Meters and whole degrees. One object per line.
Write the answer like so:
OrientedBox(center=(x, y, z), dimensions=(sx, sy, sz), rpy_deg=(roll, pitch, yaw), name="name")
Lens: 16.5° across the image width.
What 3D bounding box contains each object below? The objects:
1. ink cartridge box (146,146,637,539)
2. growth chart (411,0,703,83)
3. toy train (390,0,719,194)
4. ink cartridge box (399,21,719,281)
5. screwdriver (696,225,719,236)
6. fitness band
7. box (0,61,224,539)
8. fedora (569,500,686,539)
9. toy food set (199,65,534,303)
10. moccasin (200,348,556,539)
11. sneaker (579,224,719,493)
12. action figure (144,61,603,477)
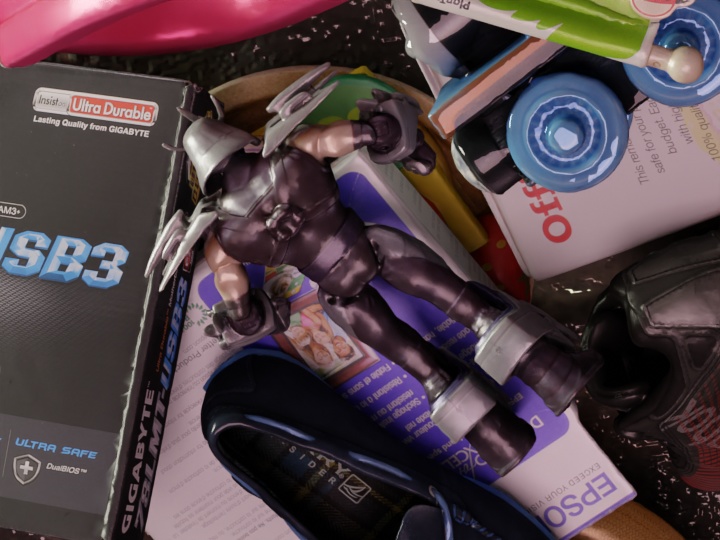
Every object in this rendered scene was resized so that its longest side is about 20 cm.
OrientedBox(center=(-0.012, 0.070, 1.100), dimensions=(0.198, 0.043, 0.200), rpy_deg=(-35, 102, 19), name="ink cartridge box")
OrientedBox(center=(0.069, -0.178, 0.885), dimensions=(0.145, 0.018, 0.200), rpy_deg=(11, 101, 10), name="growth chart")
OrientedBox(center=(0.102, -0.116, 0.940), dimensions=(0.200, 0.087, 0.114), rpy_deg=(-37, 95, 14), name="toy train")
OrientedBox(center=(0.133, -0.102, 1.035), dimensions=(0.200, 0.085, 0.145), rpy_deg=(-21, 112, 14), name="ink cartridge box")
OrientedBox(center=(0.247, -0.017, 1.093), dimensions=(0.200, 0.029, 0.028), rpy_deg=(-5, 116, 14), name="screwdriver")
OrientedBox(center=(-0.066, -0.115, 0.998), dimensions=(0.143, 0.200, 0.037), rpy_deg=(-9, 88, -32), name="fitness band")
OrientedBox(center=(-0.172, 0.006, 1.065), dimensions=(0.200, 0.050, 0.199), rpy_deg=(9, 85, 16), name="box")
OrientedBox(center=(0.087, 0.171, 1.179), dimensions=(0.200, 0.082, 0.201), rpy_deg=(2, 116, 5), name="fedora")
OrientedBox(center=(-0.022, -0.001, 1.123), dimensions=(0.200, 0.049, 0.198), rpy_deg=(-31, 110, 20), name="toy food set")
OrientedBox(center=(0.009, 0.116, 1.056), dimensions=(0.200, 0.068, 0.081), rpy_deg=(32, 113, -6), name="moccasin")
OrientedBox(center=(0.140, 0.044, 1.075), dimensions=(0.098, 0.071, 0.200), rpy_deg=(-16, 152, -6), name="sneaker")
OrientedBox(center=(0.000, 0.000, 1.013), dimensions=(0.200, 0.069, 0.130), rpy_deg=(40, 112, -6), name="action figure")
